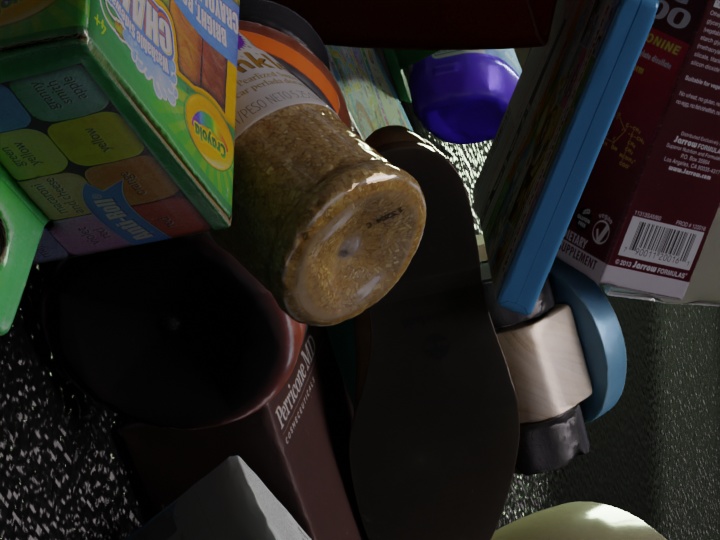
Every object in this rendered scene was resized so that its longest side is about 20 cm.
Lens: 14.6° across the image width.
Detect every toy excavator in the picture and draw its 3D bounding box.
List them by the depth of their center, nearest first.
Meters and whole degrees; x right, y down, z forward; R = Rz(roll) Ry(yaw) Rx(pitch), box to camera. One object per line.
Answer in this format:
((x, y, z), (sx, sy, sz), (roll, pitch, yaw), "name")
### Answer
((0.078, 0.025, 1.434), (0.200, 0.194, 0.100), (-26, 105, -44), "toy excavator")

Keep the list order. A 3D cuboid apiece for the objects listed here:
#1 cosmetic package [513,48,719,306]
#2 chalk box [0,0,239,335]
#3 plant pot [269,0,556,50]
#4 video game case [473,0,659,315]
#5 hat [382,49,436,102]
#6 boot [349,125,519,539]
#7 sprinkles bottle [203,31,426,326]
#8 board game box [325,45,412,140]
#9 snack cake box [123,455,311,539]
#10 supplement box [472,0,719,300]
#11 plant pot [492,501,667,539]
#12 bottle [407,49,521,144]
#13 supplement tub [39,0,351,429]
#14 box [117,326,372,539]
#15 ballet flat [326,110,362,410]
((0.154, -0.089, 1.440), (0.103, 0.087, 0.200), (5, 55, -39), "cosmetic package")
((-0.119, -0.079, 0.968), (0.124, 0.123, 0.200), (54, 30, -55), "chalk box")
((-0.013, -0.218, 1.302), (0.200, 0.176, 0.200), (-74, 150, -55), "plant pot")
((0.088, -0.073, 1.244), (0.200, 0.018, 0.143), (-91, -157, -75), "video game case")
((0.086, -0.188, 1.548), (0.166, 0.176, 0.200), (-100, 174, -45), "hat")
((0.026, 0.034, 1.213), (0.075, 0.073, 0.201), (-112, -163, -72), "boot")
((-0.060, -0.060, 1.050), (0.200, 0.068, 0.068), (42, -7, 35), "sprinkles bottle")
((-0.014, -0.070, 1.451), (0.200, 0.034, 0.135), (63, 23, -43), "board game box")
((-0.007, 0.182, 1.122), (0.200, 0.067, 0.115), (52, 1, -26), "snack cake box")
((0.137, -0.099, 1.337), (0.061, 0.109, 0.200), (12, 103, -38), "supplement box")
((0.071, 0.222, 1.350), (0.134, 0.200, 0.201), (-9, 88, -35), "plant pot")
((0.060, -0.180, 1.700), (0.084, 0.065, 0.201), (44, 39, -60), "bottle")
((-0.061, -0.033, 1.158), (0.200, 0.107, 0.107), (-75, 150, -53), "supplement tub")
((-0.032, 0.121, 1.222), (0.100, 0.075, 0.200), (-68, 143, -59), "box")
((0.000, 0.000, 1.301), (0.071, 0.069, 0.200), (17, 51, -66), "ballet flat")
